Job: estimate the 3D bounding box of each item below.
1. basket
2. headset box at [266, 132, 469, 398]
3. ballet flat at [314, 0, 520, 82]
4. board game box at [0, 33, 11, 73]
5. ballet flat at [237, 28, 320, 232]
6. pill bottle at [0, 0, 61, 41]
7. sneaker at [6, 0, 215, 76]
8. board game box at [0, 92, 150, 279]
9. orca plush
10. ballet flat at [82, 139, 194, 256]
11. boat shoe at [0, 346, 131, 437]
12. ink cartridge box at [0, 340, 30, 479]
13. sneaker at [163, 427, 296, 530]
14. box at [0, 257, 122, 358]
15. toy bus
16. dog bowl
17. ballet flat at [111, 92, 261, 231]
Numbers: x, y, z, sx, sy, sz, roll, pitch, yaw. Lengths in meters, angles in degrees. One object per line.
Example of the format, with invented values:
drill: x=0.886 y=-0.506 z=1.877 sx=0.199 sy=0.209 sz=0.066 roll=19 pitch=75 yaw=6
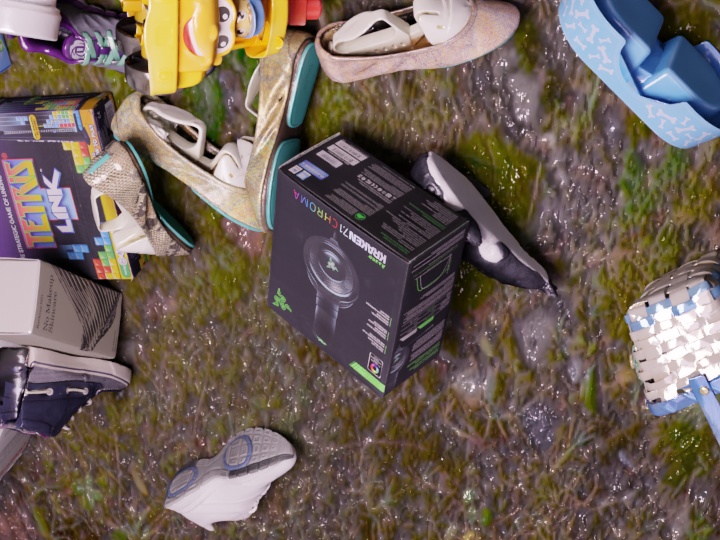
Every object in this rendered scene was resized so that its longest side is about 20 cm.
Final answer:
basket: x=0.346 y=0.094 z=1.151 sx=0.139 sy=0.176 sz=0.201 roll=-32 pitch=88 yaw=27
headset box: x=0.000 y=0.000 z=1.177 sx=0.174 sy=0.093 sz=0.201 roll=37 pitch=140 yaw=26
ballet flat: x=0.047 y=-0.221 z=1.105 sx=0.199 sy=0.068 sz=0.067 roll=-13 pitch=148 yaw=20
board game box: x=-0.417 y=-0.235 z=1.150 sx=0.036 sy=0.200 sz=0.152 roll=0 pitch=118 yaw=16
ballet flat: x=-0.089 y=-0.140 z=1.179 sx=0.070 sy=0.071 sz=0.201 roll=14 pitch=104 yaw=7
pill bottle: x=-0.308 y=-0.317 z=1.092 sx=0.111 sy=0.112 sz=0.201 roll=11 pitch=98 yaw=9
sneaker: x=-0.245 y=-0.217 z=1.180 sx=0.199 sy=0.088 sz=0.075 roll=13 pitch=121 yaw=8
board game box: x=-0.332 y=-0.089 z=1.294 sx=0.164 sy=0.057 sz=0.201 roll=-2 pitch=118 yaw=14
orca plush: x=0.108 y=-0.031 z=1.188 sx=0.071 sy=0.106 sz=0.200 roll=-35 pitch=129 yaw=27
ballet flat: x=-0.236 y=-0.060 z=1.228 sx=0.075 sy=0.068 sz=0.200 roll=-36 pitch=152 yaw=-7
boat shoe: x=-0.335 y=0.143 z=1.339 sx=0.074 sy=0.200 sz=0.093 roll=-2 pitch=78 yaw=29
ink cartridge box: x=-0.438 y=0.167 z=1.413 sx=0.083 sy=0.144 sz=0.201 roll=28 pitch=121 yaw=0
sneaker: x=-0.146 y=0.254 z=1.438 sx=0.199 sy=0.075 sz=0.087 roll=-28 pitch=120 yaw=34
box: x=-0.331 y=0.044 z=1.284 sx=0.068 sy=0.200 sz=0.083 roll=1 pitch=81 yaw=14
toy bus: x=-0.124 y=-0.244 z=1.076 sx=0.191 sy=0.200 sz=0.136 roll=-1 pitch=121 yaw=-15
dog bowl: x=0.255 y=-0.189 z=1.055 sx=0.200 sy=0.112 sz=0.050 roll=42 pitch=134 yaw=-11
ballet flat: x=-0.161 y=-0.116 z=1.219 sx=0.199 sy=0.071 sz=0.071 roll=34 pitch=122 yaw=-2
